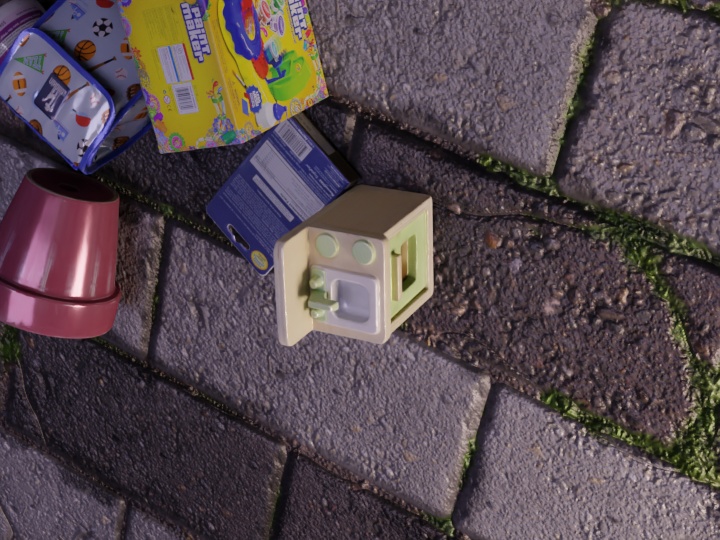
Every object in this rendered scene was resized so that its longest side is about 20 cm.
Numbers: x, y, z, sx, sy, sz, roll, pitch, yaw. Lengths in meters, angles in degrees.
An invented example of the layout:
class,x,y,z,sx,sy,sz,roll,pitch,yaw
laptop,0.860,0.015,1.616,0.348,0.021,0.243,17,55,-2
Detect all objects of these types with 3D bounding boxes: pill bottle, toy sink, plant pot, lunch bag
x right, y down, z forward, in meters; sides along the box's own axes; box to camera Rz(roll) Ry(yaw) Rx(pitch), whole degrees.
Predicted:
class,x,y,z,sx,sy,sz,roll,pitch,yaw
pill bottle,-0.399,-0.243,1.681,0.200,0.112,0.112,49,127,3
toy sink,0.000,0.000,1.495,0.111,0.200,0.132,10,116,27
plant pot,-0.406,-0.031,1.745,0.198,0.200,0.181,25,108,19
lunch bag,-0.321,-0.236,1.572,0.170,0.200,0.124,41,168,11

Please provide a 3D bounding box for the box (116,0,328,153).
class,x,y,z,sx,sy,sz,roll,pitch,yaw
box,-0.154,-0.261,1.474,0.121,0.192,0.202,-3,111,32

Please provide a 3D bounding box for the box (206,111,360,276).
class,x,y,z,sx,sy,sz,roll,pitch,yaw
box,-0.101,-0.096,1.617,0.121,0.032,0.200,48,126,4
